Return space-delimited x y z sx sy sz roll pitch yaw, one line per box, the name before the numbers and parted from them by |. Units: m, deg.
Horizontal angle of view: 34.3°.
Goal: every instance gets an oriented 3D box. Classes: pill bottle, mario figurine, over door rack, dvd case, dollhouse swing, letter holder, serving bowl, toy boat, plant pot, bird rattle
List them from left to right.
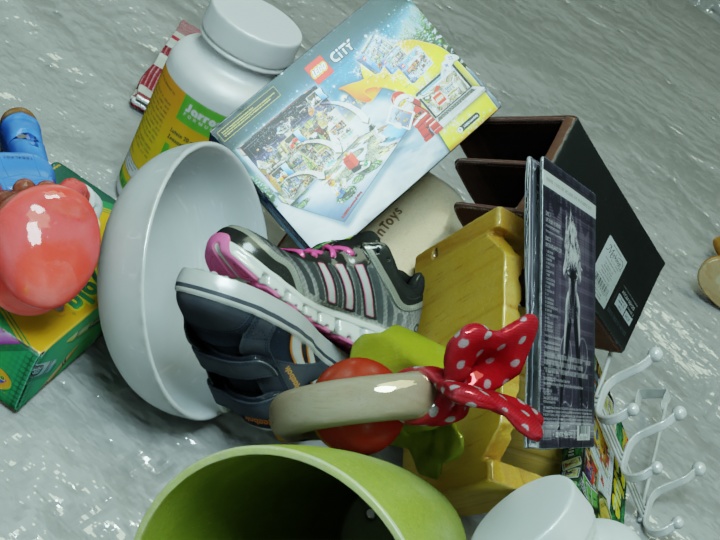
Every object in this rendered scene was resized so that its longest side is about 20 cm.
mario figurine | -0.240 -0.032 0.799 0.123 0.106 0.200 -29 43 -8
serving bowl | -0.135 0.006 0.854 0.065 0.201 0.200 2 24 20
pill bottle | -0.128 -0.133 1.011 0.111 0.200 0.111 22 31 -14
plant pot | -0.010 0.186 0.709 0.187 0.187 0.200 43 16 17
toy boat | 0.000 0.000 1.019 0.130 0.131 0.200 35 63 7
bird rattle | 0.024 0.092 0.750 0.162 0.200 0.113 -6 87 -14
letter holder | 0.150 -0.033 1.017 0.142 0.101 0.200 9 -30 44
dollhouse swing | 0.134 0.088 0.908 0.175 0.182 0.201 14 68 -23
dvd case | 0.148 0.029 0.858 0.016 0.201 0.149 -1 -8 26
pill bottle | 0.161 0.238 0.771 0.200 0.112 0.112 54 29 -9
over door rack | 0.262 0.118 1.062 0.200 0.066 0.148 -72 141 -56

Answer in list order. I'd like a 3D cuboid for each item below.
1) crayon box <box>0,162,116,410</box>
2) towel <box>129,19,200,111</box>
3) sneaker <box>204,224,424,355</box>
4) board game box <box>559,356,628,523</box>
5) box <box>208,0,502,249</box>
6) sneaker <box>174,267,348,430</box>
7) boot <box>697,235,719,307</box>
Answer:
crayon box | -0.236 0.004 0.857 0.118 0.058 0.200 33 30 3
towel | -0.155 -0.188 1.244 0.144 0.023 0.200 29 32 -10
sneaker | -0.026 0.002 0.866 0.199 0.088 0.074 29 -15 -33
board game box | 0.203 0.166 1.004 0.200 0.023 0.105 -64 136 -59
box | -0.004 -0.118 0.943 0.137 0.200 0.038 49 -12 0
sneaker | -0.071 0.066 0.827 0.078 0.080 0.200 12 -17 32
boot | 0.490 -0.003 1.528 0.200 0.071 0.144 20 27 -26
